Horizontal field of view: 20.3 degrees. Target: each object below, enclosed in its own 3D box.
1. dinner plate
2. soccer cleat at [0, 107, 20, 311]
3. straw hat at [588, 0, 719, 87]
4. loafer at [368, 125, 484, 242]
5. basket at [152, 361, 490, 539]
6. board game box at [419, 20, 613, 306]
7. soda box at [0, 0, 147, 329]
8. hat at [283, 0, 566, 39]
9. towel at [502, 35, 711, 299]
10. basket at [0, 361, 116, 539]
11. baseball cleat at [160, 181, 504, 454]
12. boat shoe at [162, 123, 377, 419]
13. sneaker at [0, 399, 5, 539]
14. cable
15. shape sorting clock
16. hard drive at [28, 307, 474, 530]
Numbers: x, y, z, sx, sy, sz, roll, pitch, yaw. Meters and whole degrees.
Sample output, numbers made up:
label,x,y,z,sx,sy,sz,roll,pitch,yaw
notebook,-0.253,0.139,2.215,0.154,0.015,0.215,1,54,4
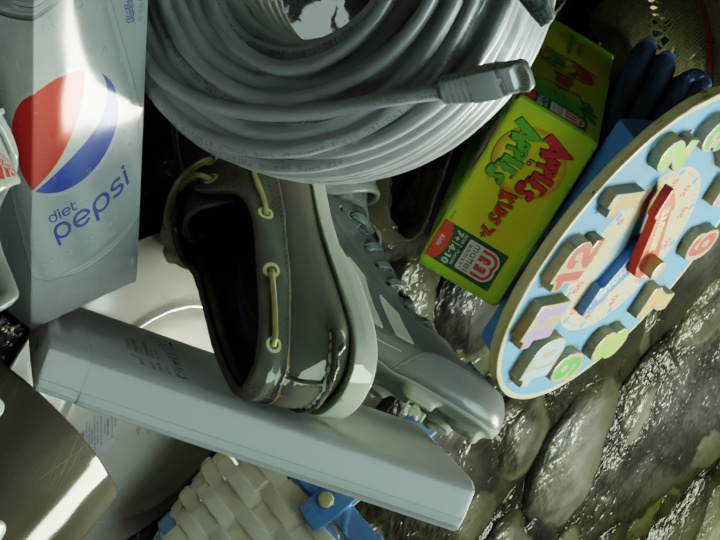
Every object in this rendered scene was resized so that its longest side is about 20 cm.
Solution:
label,x,y,z,sx,sy,sz,roll,pitch,yaw
dinner plate,-0.115,0.071,1.059,0.200,0.024,0.201,-32,139,-33
soccer cleat,-0.173,-0.068,0.807,0.069,0.085,0.201,-30,138,-36
straw hat,0.181,-0.134,1.209,0.085,0.202,0.202,-7,135,0
loafer,0.037,-0.102,1.073,0.076,0.068,0.201,-7,122,-51
basket,-0.011,0.125,1.109,0.200,0.139,0.176,-44,173,-3
board game box,0.088,-0.064,1.086,0.102,0.048,0.200,-59,-178,21
soda box,-0.136,-0.079,0.864,0.063,0.068,0.201,-26,137,-39
hat,0.053,-0.164,0.978,0.200,0.081,0.201,-9,108,-31
towel,0.130,-0.047,1.169,0.112,0.048,0.200,-60,-177,-25
basket,-0.214,0.137,0.887,0.200,0.136,0.180,-49,167,-22
baseball cleat,0.000,0.000,0.993,0.107,0.200,0.070,-57,173,-12
boat shoe,-0.053,-0.021,0.923,0.060,0.202,0.072,6,137,-36
sneaker,-0.203,0.035,0.805,0.099,0.075,0.201,-18,94,-34
cable,-0.012,-0.137,0.861,0.069,0.199,0.201,13,61,-61
shape sorting clock,0.141,-0.011,1.043,0.200,0.039,0.200,-34,151,-22
hard drive,-0.055,0.064,0.936,0.199,0.132,0.027,19,95,-13
